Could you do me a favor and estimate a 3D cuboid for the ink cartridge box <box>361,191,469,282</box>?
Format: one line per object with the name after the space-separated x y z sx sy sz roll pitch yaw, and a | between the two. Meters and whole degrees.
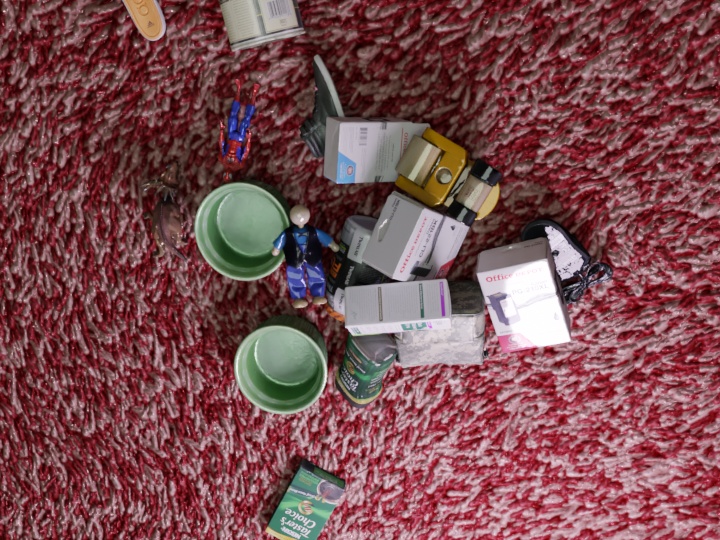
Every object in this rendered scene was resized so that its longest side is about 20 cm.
0.109 -0.054 1.454 0.083 0.199 0.146 30 99 33 | ink cartridge box

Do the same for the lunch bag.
0.161 0.122 1.550 0.197 0.140 0.170 -3 120 9 | lunch bag

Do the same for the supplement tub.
0.000 0.000 1.537 0.121 0.123 0.202 18 107 0 | supplement tub

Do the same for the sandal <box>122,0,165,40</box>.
-0.442 -0.544 1.445 0.078 0.059 0.208 -26 103 12 | sandal

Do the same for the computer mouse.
0.401 -0.031 1.526 0.138 0.053 0.200 -37 107 27 | computer mouse

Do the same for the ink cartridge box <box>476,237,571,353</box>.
0.328 0.052 1.510 0.143 0.085 0.202 -13 117 21 | ink cartridge box

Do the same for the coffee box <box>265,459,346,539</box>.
-0.128 0.552 1.760 0.122 0.044 0.201 29 108 -4 | coffee box

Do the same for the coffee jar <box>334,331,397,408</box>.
0.008 0.201 1.571 0.104 0.085 0.201 46 146 23 | coffee jar

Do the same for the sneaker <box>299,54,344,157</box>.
-0.084 -0.311 1.475 0.098 0.071 0.202 -17 109 5 | sneaker

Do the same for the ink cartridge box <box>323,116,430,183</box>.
0.032 -0.235 1.464 0.198 0.067 0.117 -5 110 -27 | ink cartridge box

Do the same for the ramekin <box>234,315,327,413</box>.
-0.164 0.195 1.618 0.197 0.098 0.203 2 107 5 | ramekin

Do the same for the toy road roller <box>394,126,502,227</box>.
0.175 -0.176 1.459 0.199 0.146 0.124 33 101 9 | toy road roller

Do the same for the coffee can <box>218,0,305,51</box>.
-0.195 -0.521 1.382 0.144 0.147 0.203 -11 106 9 | coffee can

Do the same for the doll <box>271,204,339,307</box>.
-0.107 -0.032 1.487 0.134 0.049 0.203 -8 108 -3 | doll

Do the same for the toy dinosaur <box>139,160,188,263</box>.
-0.397 -0.113 1.529 0.085 0.202 0.136 -8 149 -17 | toy dinosaur

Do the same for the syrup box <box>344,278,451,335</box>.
0.073 0.071 1.430 0.197 0.079 0.083 -4 73 9 | syrup box

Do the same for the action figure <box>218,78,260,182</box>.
-0.246 -0.275 1.497 0.065 0.052 0.203 11 98 -3 | action figure

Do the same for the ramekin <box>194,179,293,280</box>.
-0.231 -0.090 1.544 0.197 0.098 0.203 2 107 5 | ramekin
